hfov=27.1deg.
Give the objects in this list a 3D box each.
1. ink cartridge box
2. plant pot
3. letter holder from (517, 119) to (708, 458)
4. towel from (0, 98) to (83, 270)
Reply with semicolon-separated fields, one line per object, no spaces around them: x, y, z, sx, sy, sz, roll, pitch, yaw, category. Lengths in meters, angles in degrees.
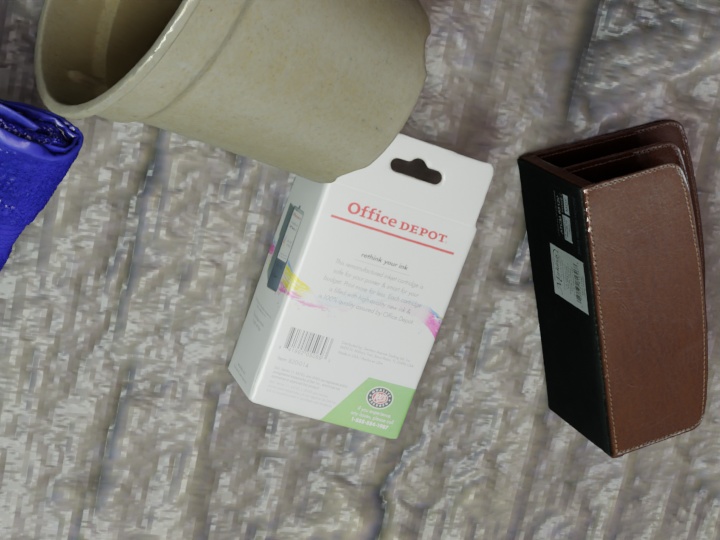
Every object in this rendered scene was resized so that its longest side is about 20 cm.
0.000;0.000;1.017;0.116;0.067;0.201;17;101;-22;ink cartridge box
-0.065;-0.147;0.898;0.183;0.200;0.201;26;97;-36;plant pot
0.208;0.008;1.074;0.141;0.101;0.202;-15;110;-16;letter holder
-0.270;-0.036;0.876;0.147;0.050;0.200;26;126;-22;towel
